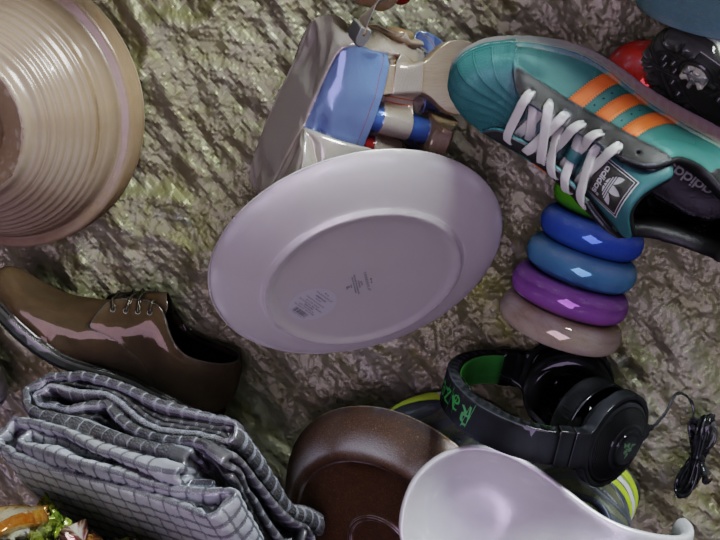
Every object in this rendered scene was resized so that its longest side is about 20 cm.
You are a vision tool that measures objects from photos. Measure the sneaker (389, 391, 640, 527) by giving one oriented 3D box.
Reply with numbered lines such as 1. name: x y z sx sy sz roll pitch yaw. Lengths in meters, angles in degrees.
1. sneaker: 0.103 0.146 0.804 0.198 0.081 0.074 17 108 4

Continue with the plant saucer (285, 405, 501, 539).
1. plant saucer: 0.021 0.193 0.820 0.199 0.032 0.202 16 121 29

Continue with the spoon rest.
1. spoon rest: 0.123 0.169 0.732 0.198 0.061 0.100 8 87 -6

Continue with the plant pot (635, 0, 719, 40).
1. plant pot: 0.215 -0.203 0.627 0.198 0.200 0.136 11 119 7

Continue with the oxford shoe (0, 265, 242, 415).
1. oxford shoe: -0.176 0.039 0.831 0.199 0.073 0.085 27 107 -12

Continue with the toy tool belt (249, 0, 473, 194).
1. toy tool belt: 0.017 -0.110 0.738 0.122 0.125 0.201 14 115 -27

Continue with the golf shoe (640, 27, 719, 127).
1. golf shoe: 0.258 -0.109 0.692 0.199 0.077 0.089 24 81 -20

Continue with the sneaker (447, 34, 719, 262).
1. sneaker: 0.140 -0.070 0.656 0.199 0.080 0.072 23 128 0

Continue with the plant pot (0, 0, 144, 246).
1. plant pot: -0.259 -0.107 0.787 0.199 0.093 0.203 3 107 10

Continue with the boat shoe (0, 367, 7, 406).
1. boat shoe: -0.320 0.015 0.850 0.070 0.071 0.201 -34 92 20

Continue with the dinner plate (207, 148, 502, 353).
1. dinner plate: 0.000 0.000 0.745 0.198 0.024 0.201 -10 142 -8

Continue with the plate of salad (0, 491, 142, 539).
1. plate of salad: -0.165 0.187 0.723 0.199 0.200 0.048 24 80 2

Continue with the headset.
1. headset: 0.149 0.106 0.769 0.198 0.124 0.095 6 109 -13

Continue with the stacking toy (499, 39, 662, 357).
1. stacking toy: 0.160 -0.049 0.740 0.085 0.085 0.201 19 105 4

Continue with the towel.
1. towel: -0.133 0.154 0.796 0.199 0.086 0.166 8 141 29
